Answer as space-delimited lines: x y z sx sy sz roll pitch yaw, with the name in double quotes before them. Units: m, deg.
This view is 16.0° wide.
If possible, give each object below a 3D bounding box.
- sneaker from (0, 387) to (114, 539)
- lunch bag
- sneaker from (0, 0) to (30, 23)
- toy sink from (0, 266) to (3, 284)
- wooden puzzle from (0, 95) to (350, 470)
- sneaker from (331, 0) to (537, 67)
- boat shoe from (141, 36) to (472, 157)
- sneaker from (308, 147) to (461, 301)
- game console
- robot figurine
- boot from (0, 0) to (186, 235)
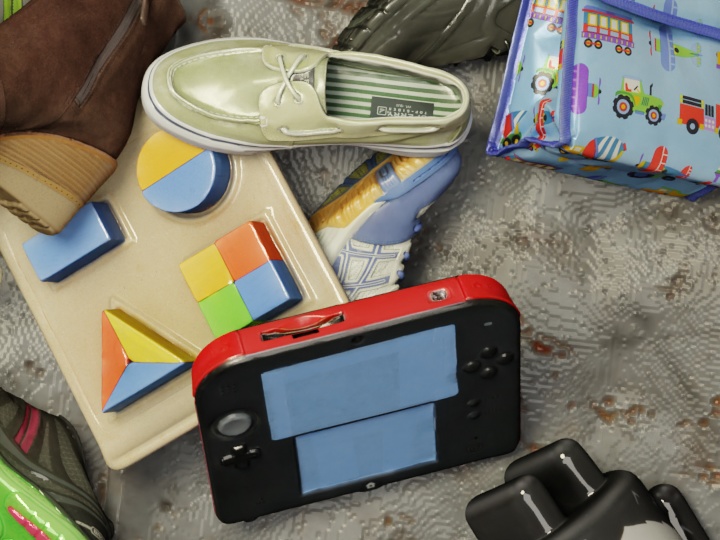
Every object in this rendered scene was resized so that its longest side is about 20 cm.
"sneaker" -0.224 0.111 1.586 0.076 0.084 0.201 -28 98 27
"lunch bag" 0.174 -0.156 1.551 0.150 0.094 0.202 11 84 -25
"sneaker" -0.221 -0.162 1.541 0.199 0.071 0.083 14 89 -39
"toy sink" -0.308 -0.072 1.531 0.129 0.200 0.113 -4 65 28
"wooden puzzle" -0.124 -0.006 1.554 0.184 0.046 0.201 -31 76 15
"sneaker" 0.063 -0.157 1.574 0.200 0.076 0.091 -39 103 7
"boat shoe" -0.030 -0.108 1.510 0.198 0.062 0.073 3 73 -5
"sneaker" 0.000 0.000 1.589 0.088 0.075 0.200 44 102 -10
"game console" 0.001 0.082 1.542 0.198 0.178 0.031 -13 49 -6
"robot figurine" 0.153 0.203 1.567 0.150 0.125 0.201 -35 92 2
"boot" -0.196 -0.135 1.485 0.072 0.200 0.167 13 69 40
